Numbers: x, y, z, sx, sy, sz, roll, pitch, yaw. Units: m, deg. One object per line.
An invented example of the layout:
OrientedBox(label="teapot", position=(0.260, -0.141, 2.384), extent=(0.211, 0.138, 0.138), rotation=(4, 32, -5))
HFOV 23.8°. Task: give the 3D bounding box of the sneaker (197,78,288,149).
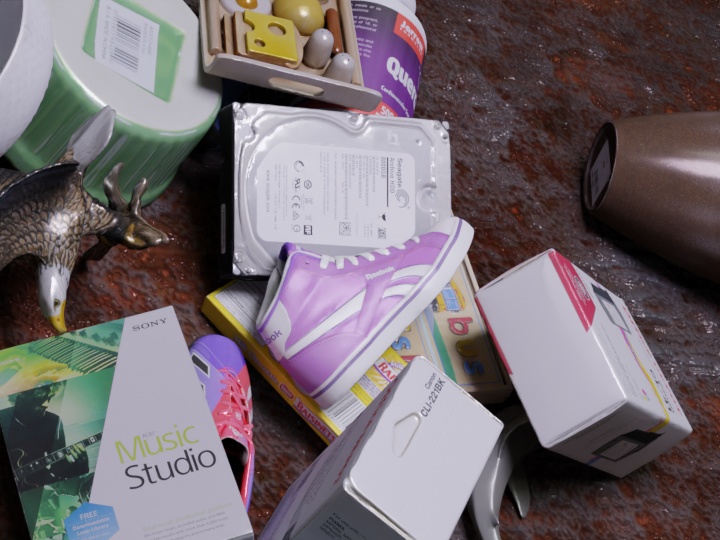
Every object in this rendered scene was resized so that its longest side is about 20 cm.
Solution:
OrientedBox(label="sneaker", position=(-0.100, -0.175, 1.508), extent=(0.089, 0.079, 0.201), rotation=(27, 43, -11))

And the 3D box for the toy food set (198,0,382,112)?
OrientedBox(label="toy food set", position=(-0.059, -0.221, 1.421), extent=(0.142, 0.061, 0.201), rotation=(11, 44, -19))

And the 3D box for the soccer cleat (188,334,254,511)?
OrientedBox(label="soccer cleat", position=(-0.102, 0.121, 1.260), extent=(0.068, 0.073, 0.201), rotation=(22, 46, -20))

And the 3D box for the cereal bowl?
OrientedBox(label="cereal bowl", position=(-0.305, -0.137, 1.260), extent=(0.083, 0.198, 0.202), rotation=(47, 28, -48))

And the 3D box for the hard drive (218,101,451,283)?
OrientedBox(label="hard drive", position=(-0.018, -0.059, 1.395), extent=(0.198, 0.038, 0.141), rotation=(4, 83, -27))

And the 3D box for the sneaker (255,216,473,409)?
OrientedBox(label="sneaker", position=(0.000, 0.000, 1.339), extent=(0.114, 0.073, 0.200), rotation=(46, 60, -2))

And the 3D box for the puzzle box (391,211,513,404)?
OrientedBox(label="puzzle box", position=(0.043, 0.027, 1.467), extent=(0.132, 0.025, 0.202), rotation=(-2, 57, -26))

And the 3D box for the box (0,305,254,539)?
OrientedBox(label="box", position=(-0.169, 0.125, 1.178), extent=(0.143, 0.037, 0.201), rotation=(-15, 53, -14))

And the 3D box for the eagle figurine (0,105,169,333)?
OrientedBox(label="eagle figurine", position=(-0.242, -0.026, 1.214), extent=(0.198, 0.152, 0.151), rotation=(-3, 45, -36))

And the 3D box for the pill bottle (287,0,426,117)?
OrientedBox(label="pill bottle", position=(-0.003, -0.169, 1.527), extent=(0.112, 0.112, 0.202), rotation=(24, 55, -18))

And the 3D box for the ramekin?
OrientedBox(label="ramekin", position=(-0.206, -0.157, 1.376), extent=(0.199, 0.098, 0.202), rotation=(26, 45, -29))

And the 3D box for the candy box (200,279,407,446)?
OrientedBox(label="candy box", position=(-0.026, 0.073, 1.369), extent=(0.200, 0.026, 0.102), rotation=(46, 47, 15))

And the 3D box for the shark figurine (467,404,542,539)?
OrientedBox(label="shark figurine", position=(0.122, 0.163, 1.386), extent=(0.127, 0.090, 0.216), rotation=(27, 42, -13))

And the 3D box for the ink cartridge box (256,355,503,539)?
OrientedBox(label="ink cartridge box", position=(-0.002, 0.175, 1.194), extent=(0.083, 0.200, 0.145), rotation=(37, 42, -3))

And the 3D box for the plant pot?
OrientedBox(label="plant pot", position=(0.329, -0.081, 1.695), extent=(0.198, 0.188, 0.188), rotation=(11, 48, -10))

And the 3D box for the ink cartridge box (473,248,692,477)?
OrientedBox(label="ink cartridge box", position=(0.190, 0.082, 1.440), extent=(0.200, 0.085, 0.149), rotation=(24, 37, -61))
